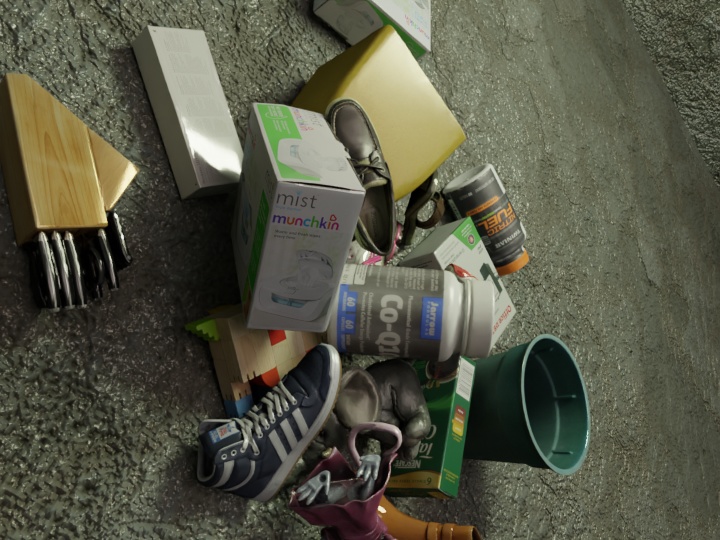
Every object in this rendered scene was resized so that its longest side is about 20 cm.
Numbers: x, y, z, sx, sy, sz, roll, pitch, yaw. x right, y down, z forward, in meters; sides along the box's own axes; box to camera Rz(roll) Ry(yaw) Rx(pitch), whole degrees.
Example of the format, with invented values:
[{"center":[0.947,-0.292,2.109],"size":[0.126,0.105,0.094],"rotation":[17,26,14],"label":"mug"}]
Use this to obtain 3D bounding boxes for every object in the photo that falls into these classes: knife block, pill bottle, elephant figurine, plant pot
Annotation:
[{"center":[-0.310,-0.063,0.590],"size":[0.200,0.064,0.177],"rotation":[43,49,-27],"label":"knife block"},{"center":[0.063,0.054,0.757],"size":[0.114,0.197,0.115],"rotation":[4,90,-84],"label":"pill bottle"},{"center":[-0.017,0.180,0.775],"size":[0.198,0.142,0.156],"rotation":[11,39,-26],"label":"elephant figurine"},{"center":[0.224,0.215,0.949],"size":[0.199,0.195,0.203],"rotation":[16,66,-41],"label":"plant pot"},{"center":[0.245,-0.091,1.141],"size":[0.106,0.106,0.201],"rotation":[-44,109,-44],"label":"pill bottle"},{"center":[-0.012,-0.179,0.856],"size":[0.195,0.195,0.201],"rotation":[49,64,-23],"label":"plant pot"}]

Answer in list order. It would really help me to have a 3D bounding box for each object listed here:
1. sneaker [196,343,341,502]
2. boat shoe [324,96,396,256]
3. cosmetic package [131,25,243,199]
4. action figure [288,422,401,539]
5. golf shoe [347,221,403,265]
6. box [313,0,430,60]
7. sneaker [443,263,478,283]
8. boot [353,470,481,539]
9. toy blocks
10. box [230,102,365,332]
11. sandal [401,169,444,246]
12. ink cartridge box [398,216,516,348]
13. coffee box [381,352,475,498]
[{"center":[-0.105,0.162,0.664],"size":[0.108,0.070,0.201],"rotation":[27,95,-37],"label":"sneaker"},{"center":[0.009,-0.113,0.743],"size":[0.073,0.065,0.202],"rotation":[-23,111,-11],"label":"boat shoe"},{"center":[-0.209,-0.195,0.748],"size":[0.082,0.050,0.202],"rotation":[-17,89,-50],"label":"cosmetic package"},{"center":[-0.009,0.295,0.719],"size":[0.150,0.132,0.202],"rotation":[-61,144,-43],"label":"action figure"},{"center":[0.000,0.000,0.895],"size":[0.091,0.073,0.202],"rotation":[22,57,-12],"label":"golf shoe"},{"center":[0.024,-0.477,1.043],"size":[0.199,0.096,0.179],"rotation":[25,58,-39],"label":"box"},{"center":[0.132,0.075,0.923],"size":[0.077,0.201,0.082],"rotation":[32,48,22],"label":"sneaker"},{"center":[0.072,0.342,0.775],"size":[0.076,0.154,0.202],"rotation":[-27,96,-55],"label":"boot"},{"center":[-0.103,0.100,0.741],"size":[0.199,0.099,0.138],"rotation":[-23,105,-46],"label":"toy blocks"},{"center":[-0.079,-0.063,0.676],"size":[0.095,0.178,0.201],"rotation":[4,34,-20],"label":"box"},{"center":[0.102,-0.097,0.941],"size":[0.057,0.201,0.081],"rotation":[18,71,4],"label":"sandal"},{"center":[0.173,0.033,1.040],"size":[0.146,0.083,0.201],"rotation":[-42,108,-44],"label":"ink cartridge box"},{"center":[0.096,0.222,0.870],"size":[0.044,0.122,0.202],"rotation":[37,54,-32],"label":"coffee box"}]
